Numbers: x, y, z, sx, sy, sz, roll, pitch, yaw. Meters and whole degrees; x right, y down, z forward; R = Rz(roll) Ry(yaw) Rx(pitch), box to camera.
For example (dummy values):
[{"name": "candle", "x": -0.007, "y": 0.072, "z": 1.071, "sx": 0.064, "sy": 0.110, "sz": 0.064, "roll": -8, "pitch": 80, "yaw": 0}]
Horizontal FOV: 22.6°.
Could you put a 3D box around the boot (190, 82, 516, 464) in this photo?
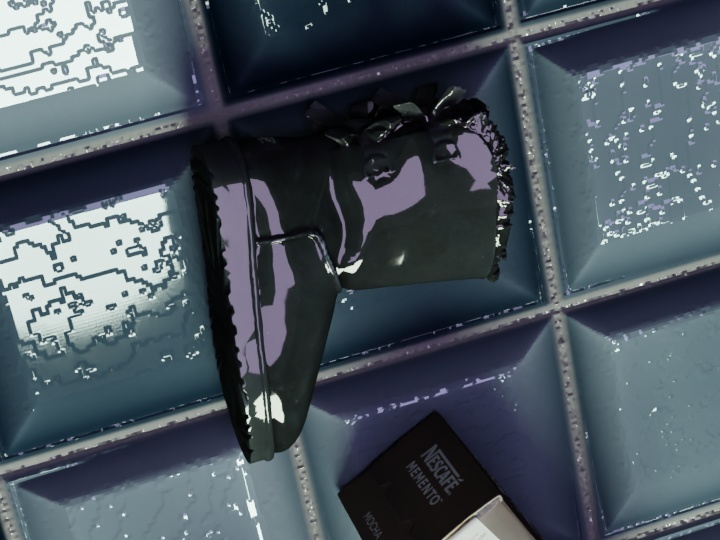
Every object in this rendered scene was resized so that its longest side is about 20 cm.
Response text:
[{"name": "boot", "x": 0.000, "y": 0.000, "z": 0.967, "sx": 0.162, "sy": 0.073, "sz": 0.198, "roll": -11, "pitch": 112, "yaw": -15}]

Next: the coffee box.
[{"name": "coffee box", "x": 0.085, "y": 0.192, "z": 1.039, "sx": 0.080, "sy": 0.113, "sz": 0.200, "roll": -39, "pitch": 116, "yaw": 1}]
